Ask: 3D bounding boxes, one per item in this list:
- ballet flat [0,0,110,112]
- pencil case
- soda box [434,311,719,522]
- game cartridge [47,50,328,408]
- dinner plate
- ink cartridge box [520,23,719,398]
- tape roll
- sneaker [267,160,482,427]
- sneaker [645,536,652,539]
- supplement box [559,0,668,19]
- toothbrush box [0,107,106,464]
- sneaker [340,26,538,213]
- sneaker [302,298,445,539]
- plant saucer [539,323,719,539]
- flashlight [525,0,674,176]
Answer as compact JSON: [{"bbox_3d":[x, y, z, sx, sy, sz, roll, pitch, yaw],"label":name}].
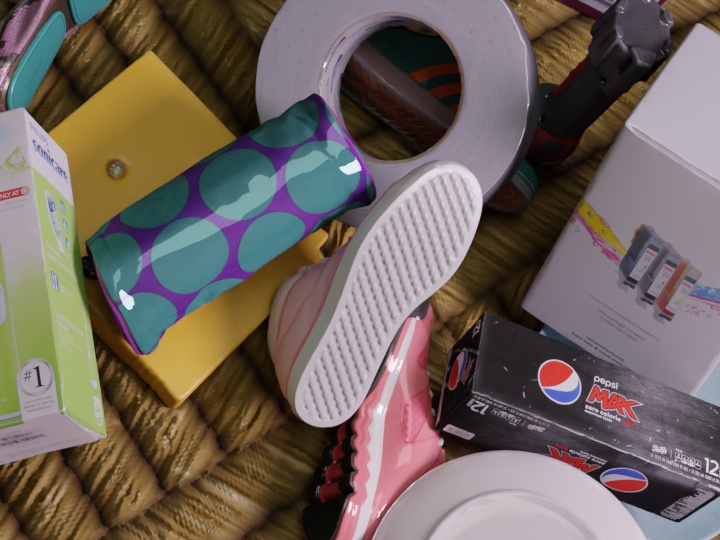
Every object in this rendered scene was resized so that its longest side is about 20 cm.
[{"bbox_3d":[-0.228,-0.191,1.217,0.071,0.069,0.201,24,61,12],"label":"ballet flat"},{"bbox_3d":[-0.087,-0.031,1.132,0.199,0.093,0.085,-33,58,-10],"label":"pencil case"},{"bbox_3d":[0.155,0.104,1.186,0.198,0.063,0.071,23,53,-13],"label":"soda box"},{"bbox_3d":[-0.141,-0.031,1.201,0.200,0.032,0.176,47,61,-1],"label":"game cartridge"},{"bbox_3d":[0.100,0.209,1.103,0.198,0.024,0.202,1,65,-2],"label":"dinner plate"},{"bbox_3d":[0.232,-0.038,1.201,0.144,0.201,0.146,33,48,7],"label":"ink cartridge box"},{"bbox_3d":[0.027,-0.128,1.220,0.198,0.066,0.203,0,92,12],"label":"tape roll"},{"bbox_3d":[0.000,0.000,1.165,0.075,0.105,0.201,27,100,-28],"label":"sneaker"},{"bbox_3d":[0.148,0.257,1.168,0.088,0.082,0.200,36,70,28],"label":"sneaker"},{"bbox_3d":[0.236,-0.313,1.409,0.085,0.110,0.202,24,63,-10],"label":"supplement box"},{"bbox_3d":[-0.252,0.019,1.075,0.144,0.086,0.202,-13,70,6],"label":"toothbrush box"},{"bbox_3d":[0.066,-0.131,1.294,0.200,0.071,0.080,41,65,1],"label":"sneaker"},{"bbox_3d":[0.024,0.114,1.191,0.086,0.074,0.202,28,64,-24],"label":"sneaker"},{"bbox_3d":[0.205,0.111,1.267,0.199,0.039,0.203,7,67,-17],"label":"plant saucer"},{"bbox_3d":[0.164,-0.139,1.261,0.068,0.200,0.068,-35,83,-30],"label":"flashlight"}]
